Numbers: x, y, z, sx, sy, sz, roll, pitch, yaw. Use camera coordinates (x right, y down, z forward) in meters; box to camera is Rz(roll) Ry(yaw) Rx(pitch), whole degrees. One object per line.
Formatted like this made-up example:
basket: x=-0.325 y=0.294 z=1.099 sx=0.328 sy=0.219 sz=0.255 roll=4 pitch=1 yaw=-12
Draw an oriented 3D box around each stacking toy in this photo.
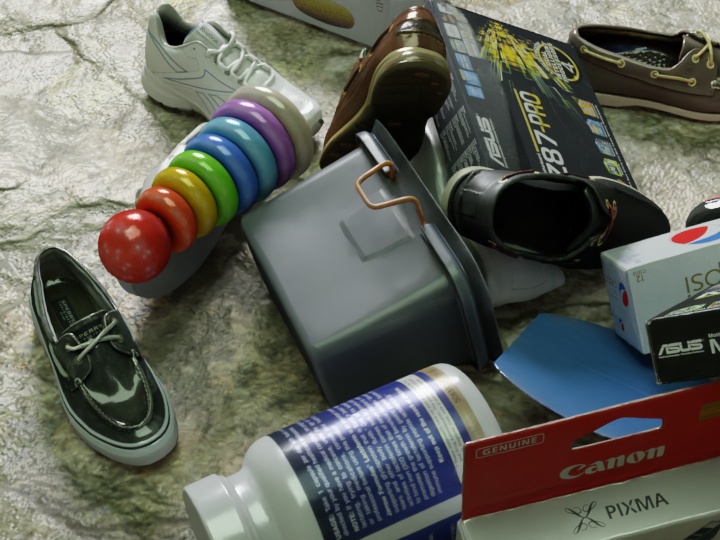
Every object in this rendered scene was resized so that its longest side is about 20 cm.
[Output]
stacking toy: x=-0.125 y=-0.058 z=1.090 sx=0.085 sy=0.086 sz=0.200 roll=26 pitch=50 yaw=25

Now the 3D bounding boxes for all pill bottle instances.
pill bottle: x=-0.008 y=0.148 z=0.939 sx=0.199 sy=0.116 sz=0.116 roll=-21 pitch=50 yaw=-16

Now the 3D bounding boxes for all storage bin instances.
storage bin: x=0.000 y=0.000 z=1.070 sx=0.134 sy=0.146 sz=0.200 roll=-26 pitch=50 yaw=-7

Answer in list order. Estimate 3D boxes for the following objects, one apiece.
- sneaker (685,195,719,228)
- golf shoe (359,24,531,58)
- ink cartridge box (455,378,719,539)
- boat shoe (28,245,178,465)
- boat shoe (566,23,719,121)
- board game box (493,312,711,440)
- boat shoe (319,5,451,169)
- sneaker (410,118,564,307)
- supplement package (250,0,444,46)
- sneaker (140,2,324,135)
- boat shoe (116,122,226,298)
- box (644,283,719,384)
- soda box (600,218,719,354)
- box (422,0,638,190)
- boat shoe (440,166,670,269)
sneaker: x=0.352 y=-0.043 z=1.139 sx=0.199 sy=0.074 sz=0.087 roll=-3 pitch=32 yaw=-3
golf shoe: x=0.079 y=-0.184 z=1.254 sx=0.199 sy=0.098 sz=0.078 roll=-29 pitch=50 yaw=-23
ink cartridge box: x=0.159 y=0.148 z=0.887 sx=0.199 sy=0.177 sz=0.045 roll=-13 pitch=53 yaw=-8
boat shoe: x=-0.202 y=0.060 z=1.061 sx=0.072 sy=0.071 sz=0.200 roll=-28 pitch=52 yaw=-21
boat shoe: x=0.279 y=-0.180 z=1.261 sx=0.199 sy=0.060 sz=0.072 roll=8 pitch=48 yaw=10
board game box: x=0.176 y=0.094 z=1.002 sx=0.157 sy=0.039 sz=0.200 roll=24 pitch=21 yaw=14
boat shoe: x=0.020 y=-0.137 z=1.149 sx=0.072 sy=0.200 sz=0.068 roll=10 pitch=63 yaw=-16
sneaker: x=0.098 y=-0.049 z=1.156 sx=0.088 sy=0.075 sz=0.201 roll=-7 pitch=50 yaw=-22
supplement package: x=-0.025 y=-0.308 z=1.360 sx=0.199 sy=0.114 sz=0.110 roll=24 pitch=51 yaw=24
sneaker: x=-0.119 y=-0.168 z=1.257 sx=0.199 sy=0.087 sz=0.075 roll=26 pitch=52 yaw=23
boat shoe: x=-0.151 y=-0.057 z=1.169 sx=0.065 sy=0.072 sz=0.200 roll=11 pitch=51 yaw=27
box: x=0.296 y=0.022 z=0.880 sx=0.199 sy=0.048 sz=0.193 roll=-11 pitch=3 yaw=27
soda box: x=0.283 y=-0.002 z=1.050 sx=0.199 sy=0.069 sz=0.064 roll=-15 pitch=14 yaw=-5
box: x=0.132 y=-0.122 z=1.167 sx=0.160 sy=0.049 sz=0.201 roll=11 pitch=47 yaw=-29
boat shoe: x=0.157 y=-0.035 z=1.065 sx=0.200 sy=0.074 sz=0.063 roll=7 pitch=9 yaw=-32
